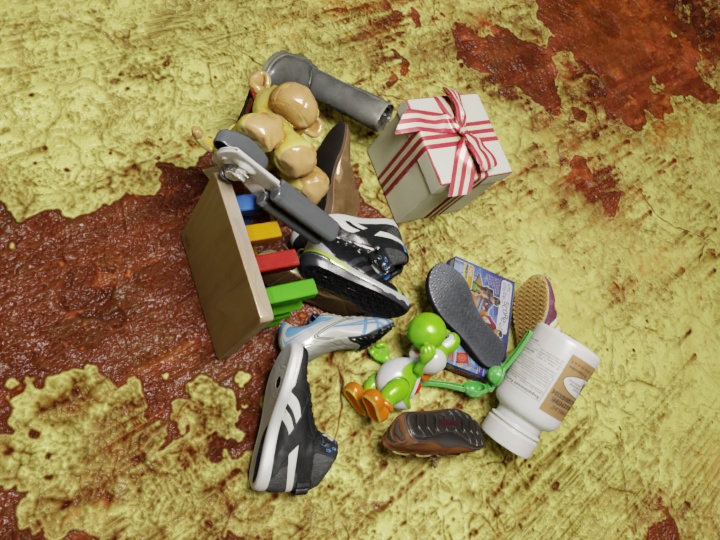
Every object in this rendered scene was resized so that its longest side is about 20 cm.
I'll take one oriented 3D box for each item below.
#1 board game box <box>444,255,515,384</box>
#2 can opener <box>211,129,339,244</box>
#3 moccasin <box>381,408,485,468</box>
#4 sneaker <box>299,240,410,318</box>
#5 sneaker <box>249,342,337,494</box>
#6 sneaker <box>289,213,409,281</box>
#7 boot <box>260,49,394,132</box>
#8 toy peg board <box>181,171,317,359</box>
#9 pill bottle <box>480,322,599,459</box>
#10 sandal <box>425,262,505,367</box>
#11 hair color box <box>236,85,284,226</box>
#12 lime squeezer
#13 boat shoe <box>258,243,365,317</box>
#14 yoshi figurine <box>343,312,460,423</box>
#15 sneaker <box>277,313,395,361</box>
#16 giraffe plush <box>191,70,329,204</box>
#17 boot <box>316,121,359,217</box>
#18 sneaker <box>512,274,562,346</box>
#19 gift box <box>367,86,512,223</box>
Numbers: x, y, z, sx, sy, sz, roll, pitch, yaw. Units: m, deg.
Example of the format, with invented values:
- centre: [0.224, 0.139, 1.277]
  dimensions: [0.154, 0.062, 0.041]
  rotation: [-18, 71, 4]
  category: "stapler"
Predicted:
- centre: [0.201, 0.089, 1.033]
  dimensions: [0.135, 0.034, 0.200]
  rotation: [23, 63, -16]
  category: "board game box"
- centre: [-0.102, -0.102, 0.740]
  dimensions: [0.200, 0.053, 0.067]
  rotation: [40, 56, -37]
  category: "can opener"
- centre: [0.118, 0.261, 0.904]
  dimensions: [0.201, 0.078, 0.074]
  rotation: [8, 49, -43]
  category: "moccasin"
- centre: [0.000, 0.000, 0.881]
  dimensions: [0.200, 0.072, 0.083]
  rotation: [31, 53, -23]
  category: "sneaker"
- centre: [-0.078, 0.208, 0.813]
  dimensions: [0.112, 0.073, 0.200]
  rotation: [17, 84, -24]
  category: "sneaker"
- centre: [-0.006, -0.029, 0.942]
  dimensions: [0.200, 0.073, 0.112]
  rotation: [-6, 54, -29]
  category: "sneaker"
- centre: [-0.055, -0.298, 0.996]
  dimensions: [0.200, 0.073, 0.182]
  rotation: [37, 36, 6]
  category: "boot"
- centre: [-0.154, -0.005, 0.804]
  dimensions: [0.098, 0.200, 0.199]
  rotation: [-12, 75, -33]
  category: "toy peg board"
- centre: [0.287, 0.197, 0.949]
  dimensions: [0.114, 0.114, 0.200]
  rotation: [32, 91, -11]
  category: "pill bottle"
- centre: [0.167, 0.081, 0.981]
  dimensions: [0.076, 0.043, 0.200]
  rotation: [-35, 98, -24]
  category: "sandal"
- centre: [-0.133, -0.182, 0.940]
  dimensions: [0.061, 0.102, 0.200]
  rotation: [-15, 77, -29]
  category: "hair color box"
- centre: [0.201, 0.167, 0.959]
  dimensions: [0.200, 0.038, 0.071]
  rotation: [-27, 90, 9]
  category: "lime squeezer"
- centre: [-0.076, 0.012, 0.914]
  dimensions: [0.200, 0.073, 0.063]
  rotation: [28, 54, -26]
  category: "boat shoe"
- centre: [0.068, 0.135, 0.900]
  dimensions: [0.200, 0.112, 0.112]
  rotation: [-35, 67, -25]
  category: "yoshi figurine"
- centre: [-0.033, 0.092, 0.901]
  dimensions: [0.200, 0.072, 0.073]
  rotation: [-8, 61, -33]
  category: "sneaker"
- centre: [-0.118, -0.197, 0.828]
  dimensions: [0.162, 0.200, 0.173]
  rotation: [-61, 143, -26]
  category: "giraffe plush"
- centre: [-0.038, -0.160, 1.006]
  dimensions: [0.075, 0.074, 0.200]
  rotation: [21, 68, -35]
  category: "boot"
- centre: [0.332, 0.109, 1.066]
  dimensions: [0.090, 0.075, 0.200]
  rotation: [10, 81, -43]
  category: "sneaker"
- centre: [0.131, -0.192, 1.022]
  dimensions: [0.200, 0.187, 0.185]
  rotation: [-20, 79, -32]
  category: "gift box"
